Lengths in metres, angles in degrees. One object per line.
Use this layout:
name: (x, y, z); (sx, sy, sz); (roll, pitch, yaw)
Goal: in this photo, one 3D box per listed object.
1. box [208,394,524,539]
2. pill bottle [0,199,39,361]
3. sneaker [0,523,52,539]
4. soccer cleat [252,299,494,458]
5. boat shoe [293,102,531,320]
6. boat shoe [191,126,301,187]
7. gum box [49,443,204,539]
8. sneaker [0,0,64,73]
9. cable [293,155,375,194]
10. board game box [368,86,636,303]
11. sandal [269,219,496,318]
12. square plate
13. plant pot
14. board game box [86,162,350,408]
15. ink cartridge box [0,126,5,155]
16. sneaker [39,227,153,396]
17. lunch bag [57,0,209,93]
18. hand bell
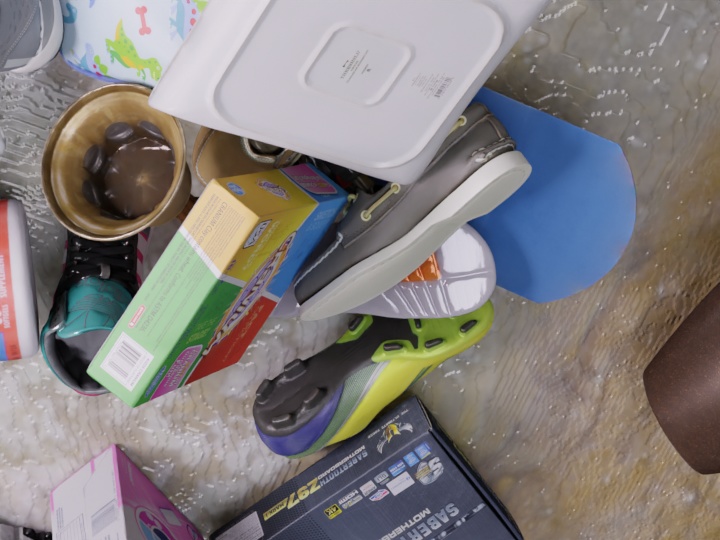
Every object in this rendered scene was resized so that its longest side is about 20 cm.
box: (0.007, 0.210, 1.652); (0.199, 0.051, 0.158); (-34, 125, 6)
pill bottle: (-0.324, 0.016, 1.471); (0.198, 0.112, 0.113); (-7, 116, -7)
sneaker: (-0.274, 0.236, 1.613); (0.199, 0.067, 0.091); (28, 110, -17)
soccer cleat: (0.011, 0.075, 1.605); (0.199, 0.065, 0.084); (-30, 146, -1)
boat shoe: (0.027, -0.037, 1.482); (0.201, 0.072, 0.061); (-37, 74, 24)
boat shoe: (-0.063, -0.101, 1.444); (0.072, 0.076, 0.200); (40, 136, -8)
gum box: (-0.162, 0.227, 1.552); (0.066, 0.200, 0.114); (-37, 115, 7)
sneaker: (-0.254, -0.217, 1.349); (0.075, 0.115, 0.202); (-11, 99, 32)
cable: (-0.046, -0.123, 1.509); (0.097, 0.050, 0.200); (-28, 105, 45)
board game box: (0.103, -0.066, 1.541); (0.199, 0.039, 0.159); (23, 131, 4)
sandal: (-0.001, -0.008, 1.560); (0.205, 0.059, 0.080); (-2, 102, 13)
square plate: (-0.003, -0.136, 1.325); (0.197, 0.029, 0.200); (16, 133, -25)
plant pot: (0.319, 0.065, 1.601); (0.199, 0.187, 0.187); (-33, 117, 21)
board game box: (-0.090, 0.005, 1.425); (0.040, 0.200, 0.154); (37, 105, 10)
ink cartridge box: (-0.350, -0.094, 1.389); (0.199, 0.083, 0.147); (-35, 119, -26)
sneaker: (-0.180, 0.003, 1.489); (0.083, 0.121, 0.202); (2, 114, -12)
lunch bag: (-0.124, -0.214, 1.381); (0.082, 0.160, 0.202); (-27, 125, -49)
hand bell: (-0.124, -0.048, 1.460); (0.104, 0.104, 0.200); (-39, 157, 8)
